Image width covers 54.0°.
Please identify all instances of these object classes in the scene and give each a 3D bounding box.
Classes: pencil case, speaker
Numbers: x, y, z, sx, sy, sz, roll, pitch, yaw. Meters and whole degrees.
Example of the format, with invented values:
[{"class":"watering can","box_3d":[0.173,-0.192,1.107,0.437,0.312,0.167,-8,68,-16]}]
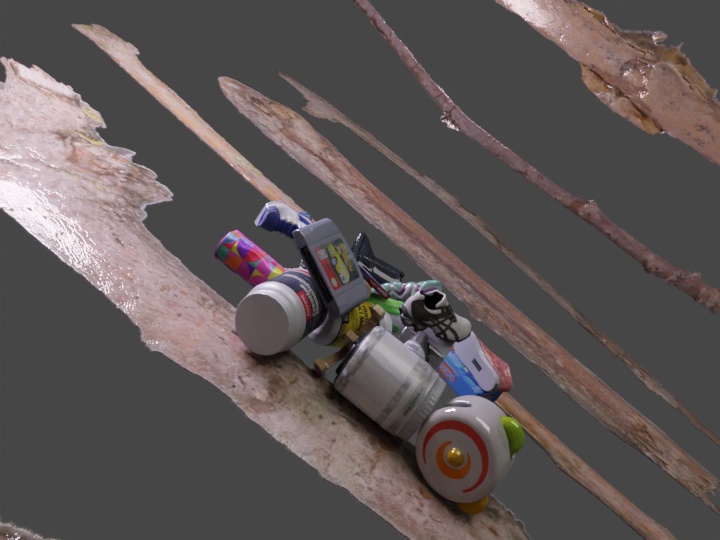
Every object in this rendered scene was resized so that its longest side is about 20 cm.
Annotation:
[{"class":"pencil case","box_3d":[-0.234,-0.010,1.602,0.198,0.089,0.089,35,21,-1]},{"class":"speaker","box_3d":[0.035,0.100,1.776,0.197,0.089,0.089,19,26,-36]}]

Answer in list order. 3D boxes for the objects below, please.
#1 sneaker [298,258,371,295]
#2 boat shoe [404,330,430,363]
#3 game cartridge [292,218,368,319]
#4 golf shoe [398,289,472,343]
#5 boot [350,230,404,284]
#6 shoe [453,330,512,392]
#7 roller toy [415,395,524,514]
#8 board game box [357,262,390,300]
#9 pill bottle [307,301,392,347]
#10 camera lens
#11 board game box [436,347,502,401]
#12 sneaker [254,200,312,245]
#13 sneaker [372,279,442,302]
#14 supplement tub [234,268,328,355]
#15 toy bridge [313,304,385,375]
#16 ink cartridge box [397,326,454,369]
[{"class":"sneaker","box_3d":[-0.061,0.022,1.595,0.199,0.089,0.075,36,-9,-31]},{"class":"boat shoe","box_3d":[0.124,0.204,1.560,0.069,0.202,0.066,24,55,25]},{"class":"game cartridge","box_3d":[-0.059,-0.009,1.499,0.133,0.040,0.203,-28,92,-58]},{"class":"golf shoe","box_3d":[0.183,0.099,1.571,0.197,0.095,0.079,15,36,-31]},{"class":"boot","box_3d":[0.045,-0.016,2.031,0.166,0.077,0.201,29,29,-8]},{"class":"shoe","box_3d":[0.317,0.232,1.830,0.090,0.072,0.202,15,35,-43]},{"class":"roller toy","box_3d":[0.204,0.351,1.386,0.181,0.203,0.139,32,19,22]},{"class":"board game box","box_3d":[0.000,0.000,1.697,0.103,0.019,0.200,47,2,34]},{"class":"pill bottle","box_3d":[-0.022,0.121,1.609,0.198,0.113,0.113,12,31,-45]},{"class":"camera lens","box_3d":[0.056,0.227,1.444,0.199,0.161,0.160,38,22,6]},{"class":"board game box","box_3d":[0.265,0.259,1.847,0.151,0.045,0.201,7,36,-50]},{"class":"sneaker","box_3d":[-0.177,-0.114,1.901,0.197,0.081,0.115,11,30,-49]},{"class":"sneaker","box_3d":[0.124,0.102,1.900,0.195,0.143,0.078,-4,-3,8]},{"class":"supplement tub","box_3d":[-0.157,0.083,1.448,0.140,0.141,0.200,38,21,8]},{"class":"toy bridge","box_3d":[-0.021,0.152,1.512,0.027,0.068,0.199,42,65,16]},{"class":"ink cartridge box","box_3d":[0.145,0.176,1.648,0.115,0.067,0.201,39,-23,7]}]
